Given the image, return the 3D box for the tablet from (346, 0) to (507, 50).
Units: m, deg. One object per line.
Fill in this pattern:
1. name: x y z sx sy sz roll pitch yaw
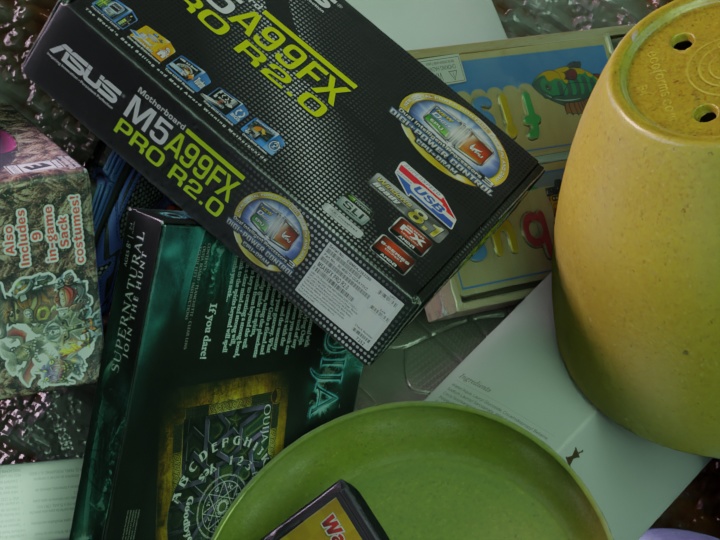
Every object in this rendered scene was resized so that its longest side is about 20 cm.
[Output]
1. tablet: -0.023 -0.119 1.128 0.199 0.014 0.131 -23 88 -16

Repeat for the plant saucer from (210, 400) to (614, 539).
1. plant saucer: 0.021 0.156 0.928 0.199 0.031 0.201 -8 67 19

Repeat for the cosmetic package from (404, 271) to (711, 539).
1. cosmetic package: 0.100 0.078 1.042 0.200 0.085 0.108 -44 137 -19

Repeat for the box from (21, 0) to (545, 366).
1. box: -0.029 -0.067 0.963 0.200 0.044 0.160 41 35 4

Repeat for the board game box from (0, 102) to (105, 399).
1. board game box: -0.231 -0.002 0.958 0.199 0.159 0.097 -10 108 -21

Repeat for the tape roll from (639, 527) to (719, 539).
1. tape roll: 0.142 0.232 1.088 0.199 0.066 0.201 2 81 -15

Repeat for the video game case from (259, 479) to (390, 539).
1. video game case: -0.027 0.218 0.891 0.180 0.026 0.200 -37 60 5

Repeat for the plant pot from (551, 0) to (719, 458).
1. plant pot: 0.170 -0.038 0.948 0.199 0.142 0.201 -11 45 11

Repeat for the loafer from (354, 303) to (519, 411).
1. loafer: 0.014 0.072 1.090 0.199 0.063 0.072 -28 56 -20

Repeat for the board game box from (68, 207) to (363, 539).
1. board game box: -0.061 0.074 0.970 0.135 0.028 0.201 3 103 -43

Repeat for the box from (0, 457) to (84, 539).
1. box: -0.170 0.113 1.038 0.199 0.039 0.042 -5 84 -15

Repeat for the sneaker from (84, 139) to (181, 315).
1. sneaker: -0.083 -0.062 1.060 0.078 0.075 0.201 31 79 -9

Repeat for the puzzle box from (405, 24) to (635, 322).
1. puzzle box: 0.098 -0.054 1.106 0.199 0.025 0.134 -12 85 -39
